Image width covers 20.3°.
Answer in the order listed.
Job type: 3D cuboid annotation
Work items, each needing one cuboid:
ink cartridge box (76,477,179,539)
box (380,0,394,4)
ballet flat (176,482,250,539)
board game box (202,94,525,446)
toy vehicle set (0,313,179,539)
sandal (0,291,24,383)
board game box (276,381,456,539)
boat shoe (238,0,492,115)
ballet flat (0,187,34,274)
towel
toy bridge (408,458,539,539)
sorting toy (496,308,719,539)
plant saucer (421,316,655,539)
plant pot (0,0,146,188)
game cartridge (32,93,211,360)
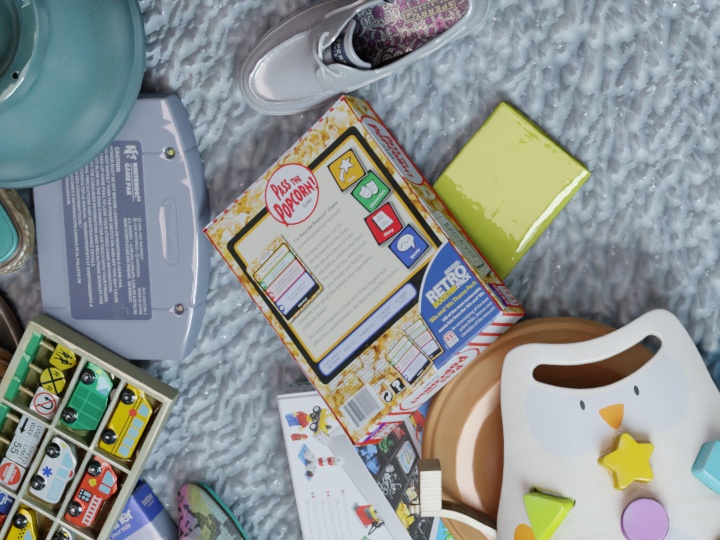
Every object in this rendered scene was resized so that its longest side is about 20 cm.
[{"bbox_3d":[-0.180,0.255,1.580,0.119,0.042,0.201,-33,91,18],"label":"ink cartridge box"},{"bbox_3d":[-0.034,-0.299,1.387,0.158,0.049,0.202,13,87,10],"label":"box"},{"bbox_3d":[-0.092,0.256,1.529,0.201,0.071,0.069,54,150,3],"label":"ballet flat"},{"bbox_3d":[0.000,0.000,1.446,0.151,0.046,0.201,-41,73,18],"label":"board game box"},{"bbox_3d":[-0.234,0.149,1.533,0.123,0.027,0.201,28,106,3],"label":"toy vehicle set"},{"bbox_3d":[-0.296,0.088,1.562,0.081,0.055,0.202,-18,97,16],"label":"sandal"},{"bbox_3d":[0.016,0.178,1.510,0.125,0.035,0.202,-6,104,14],"label":"board game box"},{"bbox_3d":[-0.001,-0.160,1.429,0.198,0.069,0.073,-15,98,16],"label":"boat shoe"},{"bbox_3d":[-0.307,-0.083,1.519,0.070,0.065,0.201,-28,82,5],"label":"ballet flat"},{"bbox_3d":[0.075,-0.022,1.470,0.086,0.018,0.200,38,107,-2],"label":"towel"},{"bbox_3d":[0.133,0.165,1.426,0.198,0.027,0.068,-2,105,-2],"label":"toy bridge"},{"bbox_3d":[0.177,0.126,1.367,0.198,0.107,0.182,-16,85,2],"label":"sorting toy"},{"bbox_3d":[0.143,0.134,1.451,0.198,0.037,0.202,0,104,0],"label":"plant saucer"},{"bbox_3d":[-0.262,-0.161,1.411,0.198,0.134,0.203,0,90,8],"label":"plant pot"},{"bbox_3d":[-0.179,-0.033,1.519,0.132,0.041,0.202,2,103,17],"label":"game cartridge"}]
